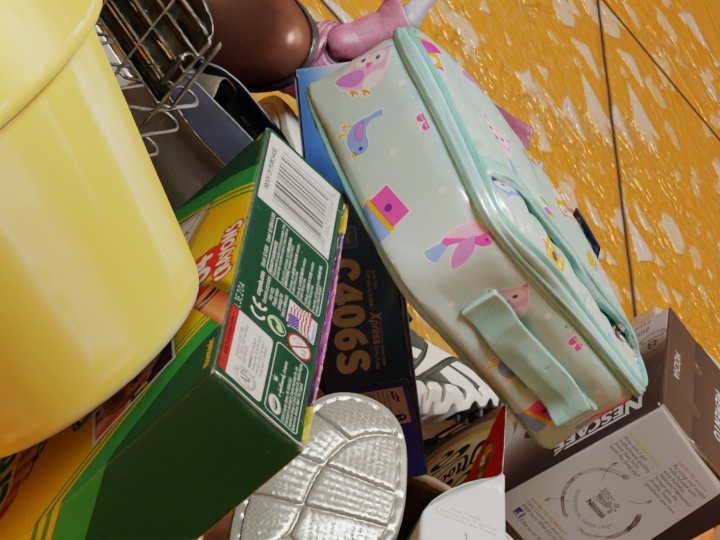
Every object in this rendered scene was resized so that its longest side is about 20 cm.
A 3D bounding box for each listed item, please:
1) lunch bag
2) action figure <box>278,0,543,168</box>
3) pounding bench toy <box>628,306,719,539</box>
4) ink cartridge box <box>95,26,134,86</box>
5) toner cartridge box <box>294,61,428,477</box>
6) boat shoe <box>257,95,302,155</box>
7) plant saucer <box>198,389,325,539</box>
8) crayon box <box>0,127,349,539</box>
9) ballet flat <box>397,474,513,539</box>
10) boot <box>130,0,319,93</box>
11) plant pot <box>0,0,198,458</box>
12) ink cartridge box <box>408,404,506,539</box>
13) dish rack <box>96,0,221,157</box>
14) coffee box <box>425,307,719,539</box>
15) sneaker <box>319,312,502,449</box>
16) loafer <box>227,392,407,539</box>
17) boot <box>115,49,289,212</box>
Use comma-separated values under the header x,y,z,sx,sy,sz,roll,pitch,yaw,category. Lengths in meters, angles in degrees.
x,y,z,sx,sy,sz,roll,pitch,yaw,category
0.062,-0.011,1.345,0.200,0.077,0.161,45,13,-48,lunch bag
0.000,-0.095,1.617,0.200,0.134,0.149,33,56,-24,action figure
0.160,0.120,1.748,0.200,0.124,0.156,40,29,-39,pounding bench toy
-0.193,-0.154,1.365,0.200,0.109,0.050,58,22,-3,ink cartridge box
0.000,0.000,1.444,0.095,0.043,0.200,80,3,-56,toner cartridge box
-0.040,-0.021,1.579,0.060,0.074,0.200,40,20,-28,boat shoe
-0.048,0.145,1.307,0.200,0.037,0.201,-3,90,-68,plant saucer
-0.090,0.053,1.228,0.058,0.172,0.200,42,26,-18,crayon box
0.032,0.131,1.460,0.200,0.070,0.069,38,16,19,ballet flat
-0.129,-0.176,1.490,0.188,0.069,0.200,42,6,29,boot
-0.169,-0.033,1.149,0.189,0.200,0.201,56,22,-20,plant pot
0.014,0.163,1.260,0.057,0.163,0.200,21,26,-12,ink cartridge box
-0.138,-0.092,1.270,0.054,0.200,0.154,-5,53,-53,dish rack
0.107,0.120,1.534,0.080,0.200,0.113,52,23,-17,coffee box
0.021,0.055,1.613,0.200,0.066,0.091,5,60,-61,sneaker
-0.032,0.146,1.230,0.072,0.063,0.200,19,54,-2,loafer
-0.113,-0.101,1.482,0.200,0.097,0.075,57,22,-6,boot
